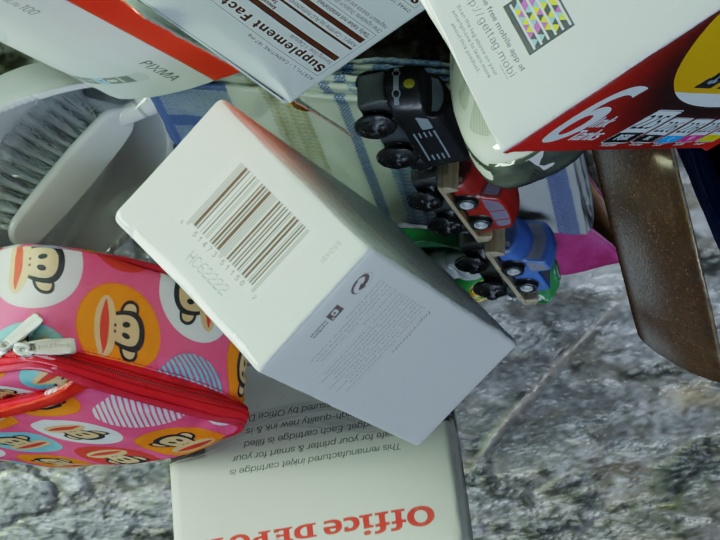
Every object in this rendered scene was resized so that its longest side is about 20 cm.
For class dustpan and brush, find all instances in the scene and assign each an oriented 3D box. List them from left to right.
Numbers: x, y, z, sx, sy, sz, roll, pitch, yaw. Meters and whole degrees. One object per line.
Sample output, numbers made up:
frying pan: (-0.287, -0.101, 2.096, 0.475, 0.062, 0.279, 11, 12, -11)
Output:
dustpan and brush: (-0.122, -0.070, 1.237, 0.200, 0.057, 0.140, -48, 142, 0)

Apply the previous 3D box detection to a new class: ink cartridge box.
ink cartridge box: (-0.120, -0.101, 1.083, 0.160, 0.200, 0.047, 26, 95, -56)
ink cartridge box: (-0.022, 0.091, 1.338, 0.145, 0.200, 0.084, -9, 140, 3)
ink cartridge box: (0.140, -0.120, 0.932, 0.175, 0.084, 0.200, -33, 168, 26)

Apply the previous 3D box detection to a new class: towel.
towel: (0.008, -0.061, 1.209, 0.199, 0.024, 0.147, 5, 156, 14)

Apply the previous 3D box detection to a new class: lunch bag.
lunch bag: (-0.166, 0.039, 1.244, 0.176, 0.082, 0.200, 19, 158, -39)

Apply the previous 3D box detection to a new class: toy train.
toy train: (0.049, -0.037, 1.178, 0.046, 0.034, 0.200, -10, 151, 18)

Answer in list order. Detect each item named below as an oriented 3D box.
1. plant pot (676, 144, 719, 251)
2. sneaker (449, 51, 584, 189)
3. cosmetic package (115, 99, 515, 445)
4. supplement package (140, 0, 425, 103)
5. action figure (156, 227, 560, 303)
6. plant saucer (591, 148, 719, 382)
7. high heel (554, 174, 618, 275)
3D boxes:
plant pot: (0.232, -0.091, 1.167, 0.179, 0.200, 0.200, -18, 140, 3)
sneaker: (0.047, -0.134, 1.083, 0.076, 0.201, 0.115, -22, 135, 24)
cosmetic package: (-0.015, 0.006, 1.148, 0.071, 0.101, 0.200, -47, 156, 5)
supplement package: (-0.009, -0.211, 0.985, 0.200, 0.192, 0.147, -32, 134, 27)
action figure: (0.000, 0.000, 1.299, 0.199, 0.055, 0.118, 1, 175, 8)
plant saucer: (0.129, -0.041, 1.200, 0.037, 0.201, 0.201, -14, 140, 7)
high heel: (0.100, -0.060, 1.271, 0.096, 0.067, 0.200, 7, 144, -1)
